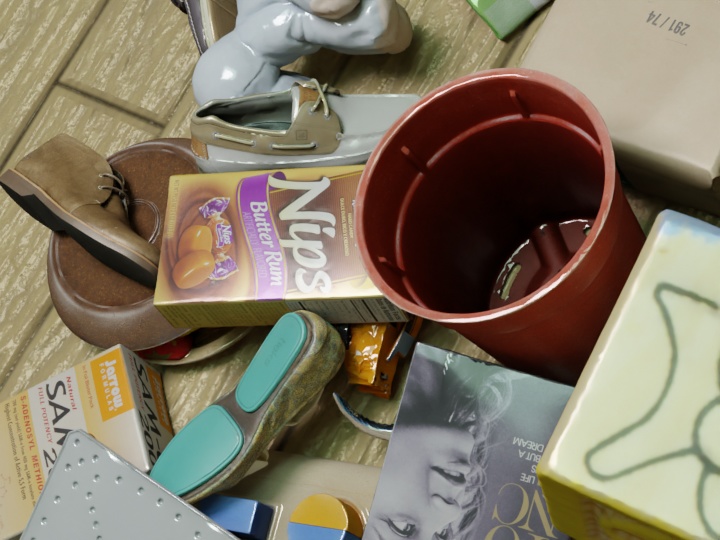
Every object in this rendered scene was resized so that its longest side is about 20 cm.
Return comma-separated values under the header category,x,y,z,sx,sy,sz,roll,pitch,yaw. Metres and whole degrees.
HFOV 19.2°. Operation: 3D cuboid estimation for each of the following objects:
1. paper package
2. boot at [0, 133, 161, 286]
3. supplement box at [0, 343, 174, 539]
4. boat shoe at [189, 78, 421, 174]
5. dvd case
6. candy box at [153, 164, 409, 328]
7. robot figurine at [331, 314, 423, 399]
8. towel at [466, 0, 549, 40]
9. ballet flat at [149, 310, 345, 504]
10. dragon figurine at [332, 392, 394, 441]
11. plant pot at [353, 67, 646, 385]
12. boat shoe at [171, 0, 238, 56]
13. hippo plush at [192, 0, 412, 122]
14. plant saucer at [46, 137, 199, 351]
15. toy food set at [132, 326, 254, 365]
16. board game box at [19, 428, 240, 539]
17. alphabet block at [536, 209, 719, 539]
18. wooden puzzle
category,x,y,z,sx,sy,sz,roll,pitch,yaw
paper package,0.243,-0.155,1.650,0.200,0.103,0.191,22,77,33
boot,-0.218,-0.055,1.763,0.075,0.074,0.200,-46,51,-13
supplement box,-0.254,0.164,1.764,0.200,0.074,0.126,-27,57,13
boat shoe,-0.040,-0.116,1.730,0.200,0.068,0.075,-13,36,3
dvd case,0.085,0.168,1.561,0.149,0.016,0.200,16,91,13
candy box,-0.057,-0.019,1.684,0.200,0.056,0.117,-2,65,16
robot figurine,0.000,0.000,1.725,0.145,0.058,0.200,6,69,29
towel,0.144,-0.312,1.786,0.200,0.031,0.149,-43,83,3
ballet flat,-0.083,0.118,1.668,0.200,0.071,0.071,-50,53,11
dragon figurine,0.082,0.123,1.619,0.200,0.059,0.099,31,80,31
plant pot,0.125,-0.017,1.584,0.201,0.195,0.201,-11,62,22
boat shoe,-0.143,-0.260,1.927,0.065,0.072,0.200,-27,58,28
hippo plush,-0.068,-0.187,1.784,0.161,0.200,0.159,-62,23,0
plant saucer,-0.185,-0.030,1.793,0.200,0.034,0.200,-11,62,22
toy food set,-0.145,-0.015,1.814,0.198,0.049,0.200,-28,56,13
board game box,-0.185,0.256,1.655,0.200,0.026,0.200,31,103,25
alphabet block,0.249,0.106,1.433,0.195,0.196,0.200,24,77,18
wooden puzzle,-0.071,0.232,1.652,0.185,0.046,0.200,6,68,30
